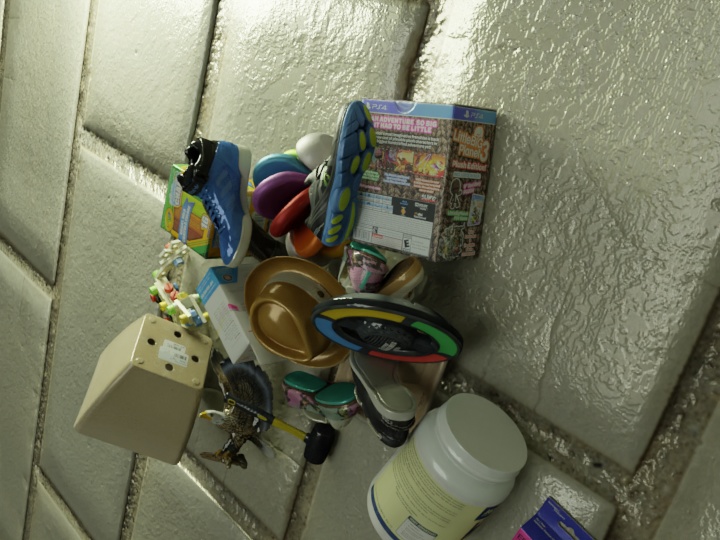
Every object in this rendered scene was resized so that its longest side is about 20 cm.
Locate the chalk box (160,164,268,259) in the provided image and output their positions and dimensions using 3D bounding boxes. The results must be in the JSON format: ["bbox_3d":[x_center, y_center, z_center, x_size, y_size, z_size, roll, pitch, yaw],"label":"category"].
[{"bbox_3d":[-0.271,-0.115,1.311,0.200,0.124,0.125,29,112,39],"label":"chalk box"}]

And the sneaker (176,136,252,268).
[{"bbox_3d":[-0.227,-0.106,1.108,0.077,0.111,0.200,-18,68,54],"label":"sneaker"}]

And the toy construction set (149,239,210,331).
[{"bbox_3d":[-0.362,0.044,1.438,0.131,0.092,0.200,112,141,-56],"label":"toy construction set"}]

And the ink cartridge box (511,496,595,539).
[{"bbox_3d":[0.225,0.398,0.948,0.095,0.037,0.200,42,119,33],"label":"ink cartridge box"}]

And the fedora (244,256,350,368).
[{"bbox_3d":[-0.105,0.078,1.117,0.200,0.082,0.201,10,118,20],"label":"fedora"}]

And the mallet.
[{"bbox_3d":[-0.134,0.247,1.218,0.200,0.041,0.066,31,112,5],"label":"mallet"}]

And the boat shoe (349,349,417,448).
[{"bbox_3d":[0.027,0.166,1.007,0.200,0.074,0.060,-128,44,-61],"label":"boat shoe"}]

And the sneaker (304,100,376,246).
[{"bbox_3d":[-0.036,-0.132,0.985,0.083,0.071,0.200,31,118,32],"label":"sneaker"}]

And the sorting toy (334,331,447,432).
[{"bbox_3d":[0.044,0.152,1.100,0.200,0.036,0.185,36,118,41],"label":"sorting toy"}]

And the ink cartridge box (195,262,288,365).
[{"bbox_3d":[-0.184,0.087,1.253,0.068,0.115,0.200,-49,62,36],"label":"ink cartridge box"}]

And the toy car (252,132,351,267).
[{"bbox_3d":[-0.094,-0.105,1.123,0.175,0.150,0.200,-49,61,36],"label":"toy car"}]

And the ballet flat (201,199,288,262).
[{"bbox_3d":[-0.191,-0.064,1.213,0.046,0.200,0.067,-4,53,47],"label":"ballet flat"}]

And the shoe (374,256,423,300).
[{"bbox_3d":[0.044,0.038,0.993,0.053,0.070,0.200,39,152,-4],"label":"shoe"}]

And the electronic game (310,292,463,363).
[{"bbox_3d":[0.033,0.080,0.945,0.200,0.200,0.042,-11,57,44],"label":"electronic game"}]

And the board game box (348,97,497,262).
[{"bbox_3d":[0.081,-0.125,0.989,0.159,0.097,0.200,17,105,42],"label":"board game box"}]

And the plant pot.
[{"bbox_3d":[-0.377,0.201,1.348,0.177,0.200,0.200,-53,22,30],"label":"plant pot"}]

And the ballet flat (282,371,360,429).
[{"bbox_3d":[-0.052,0.205,1.133,0.200,0.069,0.071,4,114,52],"label":"ballet flat"}]

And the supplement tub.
[{"bbox_3d":[0.112,0.273,0.966,0.145,0.145,0.200,51,126,28],"label":"supplement tub"}]

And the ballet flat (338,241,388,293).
[{"bbox_3d":[0.000,0.000,1.027,0.069,0.200,0.071,29,94,-5],"label":"ballet flat"}]

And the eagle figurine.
[{"bbox_3d":[-0.221,0.246,1.302,0.151,0.151,0.200,8,79,15],"label":"eagle figurine"}]
